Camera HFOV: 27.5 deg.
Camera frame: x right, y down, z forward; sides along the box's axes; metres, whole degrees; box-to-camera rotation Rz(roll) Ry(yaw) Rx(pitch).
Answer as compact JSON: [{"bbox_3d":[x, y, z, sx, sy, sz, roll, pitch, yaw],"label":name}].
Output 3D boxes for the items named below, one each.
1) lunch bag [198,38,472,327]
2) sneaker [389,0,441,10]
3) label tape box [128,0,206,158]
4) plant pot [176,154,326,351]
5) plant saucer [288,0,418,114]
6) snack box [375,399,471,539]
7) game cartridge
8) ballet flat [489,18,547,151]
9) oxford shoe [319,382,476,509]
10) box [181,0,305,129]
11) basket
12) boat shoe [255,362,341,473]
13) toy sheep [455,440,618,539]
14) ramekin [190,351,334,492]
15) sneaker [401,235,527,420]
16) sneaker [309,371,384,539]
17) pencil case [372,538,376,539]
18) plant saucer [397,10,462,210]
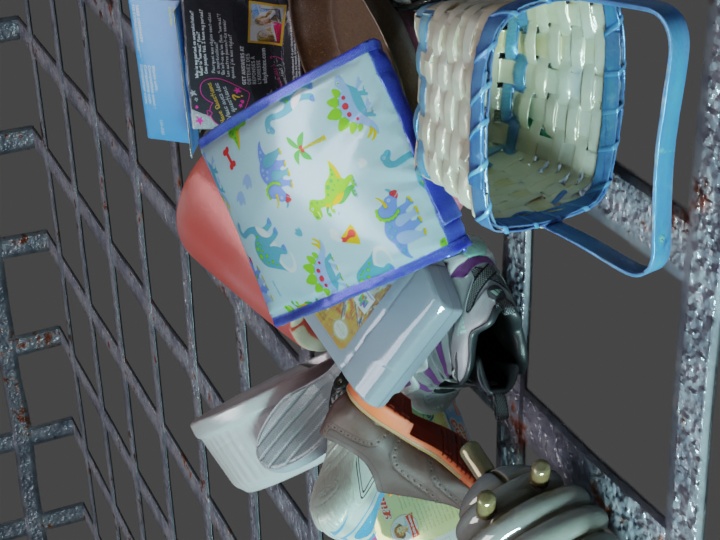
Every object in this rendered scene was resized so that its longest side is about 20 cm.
[{"bbox_3d":[-0.010,-0.068,1.130,0.200,0.127,0.171,-24,92,56],"label":"lunch bag"},{"bbox_3d":[0.045,-0.257,1.184,0.200,0.074,0.089,-153,51,-63],"label":"sneaker"},{"bbox_3d":[-0.182,-0.210,1.442,0.200,0.063,0.145,-76,-17,-65],"label":"label tape box"},{"bbox_3d":[-0.054,-0.030,1.437,0.177,0.200,0.201,48,146,33],"label":"plant pot"},{"bbox_3d":[0.003,-0.170,1.216,0.201,0.036,0.201,54,159,31],"label":"plant saucer"},{"bbox_3d":[0.065,0.221,1.370,0.116,0.037,0.201,-30,68,23],"label":"snack box"},{"bbox_3d":[0.000,0.000,1.262,0.200,0.041,0.133,53,122,33],"label":"game cartridge"},{"bbox_3d":[0.107,-0.155,1.096,0.074,0.074,0.201,-130,34,-50],"label":"ballet flat"},{"bbox_3d":[0.055,0.173,1.295,0.200,0.073,0.071,39,-166,-5],"label":"oxford shoe"},{"bbox_3d":[-0.098,-0.227,1.404,0.200,0.114,0.133,-79,-11,-62],"label":"box"},{"bbox_3d":[0.129,-0.107,0.968,0.200,0.138,0.177,33,130,47],"label":"basket"},{"bbox_3d":[-0.016,0.133,1.447,0.200,0.067,0.074,-42,56,20],"label":"boat shoe"},{"bbox_3d":[0.136,0.216,1.147,0.201,0.137,0.138,63,155,24],"label":"toy sheep"},{"bbox_3d":[-0.072,0.160,1.575,0.095,0.202,0.202,63,159,0],"label":"ramekin"},{"bbox_3d":[0.091,0.085,1.258,0.201,0.077,0.140,97,153,-42],"label":"sneaker"},{"bbox_3d":[0.008,0.152,1.362,0.072,0.072,0.201,5,73,42],"label":"sneaker"},{"bbox_3d":[0.021,0.235,1.519,0.094,0.090,0.201,-116,26,-47],"label":"pencil case"},{"bbox_3d":[0.052,-0.131,1.274,0.200,0.051,0.202,168,90,-70],"label":"plant saucer"}]
